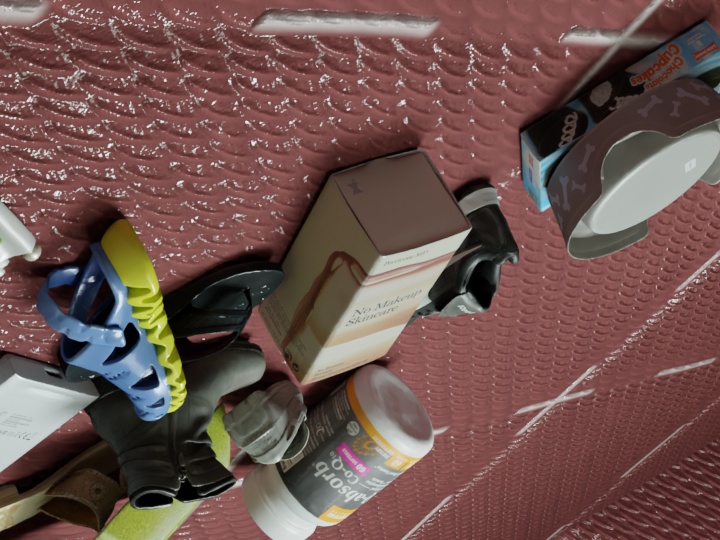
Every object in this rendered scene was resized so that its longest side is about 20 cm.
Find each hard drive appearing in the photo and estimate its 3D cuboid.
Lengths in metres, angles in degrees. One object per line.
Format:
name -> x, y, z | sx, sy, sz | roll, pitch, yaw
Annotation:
hard drive -> -0.321, 0.143, 1.284 | 0.200, 0.027, 0.132 | -37, 159, 9

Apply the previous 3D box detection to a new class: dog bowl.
dog bowl -> 0.255, -0.094, 1.437 | 0.199, 0.059, 0.200 | -29, 159, -12

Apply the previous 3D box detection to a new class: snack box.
snack box -> 0.238, -0.138, 1.451 | 0.199, 0.037, 0.116 | -32, 159, -4

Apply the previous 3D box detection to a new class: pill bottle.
pill bottle -> -0.027, 0.201, 1.707 | 0.200, 0.117, 0.116 | -41, 157, 21

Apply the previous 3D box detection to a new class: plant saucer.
plant saucer -> -0.204, 0.243, 1.518 | 0.200, 0.048, 0.200 | -46, 177, -43

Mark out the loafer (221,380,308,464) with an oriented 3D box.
loafer -> -0.084, 0.151, 1.537 | 0.070, 0.070, 0.200 | -37, 176, 9

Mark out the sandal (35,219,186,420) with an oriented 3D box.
sandal -> -0.185, 0.046, 1.186 | 0.087, 0.080, 0.201 | -24, 140, -11

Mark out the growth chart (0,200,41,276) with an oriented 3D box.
growth chart -> -0.304, 0.014, 1.042 | 0.199, 0.018, 0.145 | -36, 158, 5

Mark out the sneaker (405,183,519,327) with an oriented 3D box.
sneaker -> 0.077, 0.014, 1.480 | 0.066, 0.091, 0.200 | -6, 147, -47

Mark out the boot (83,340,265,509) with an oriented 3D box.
boot -> -0.143, 0.139, 1.384 | 0.199, 0.131, 0.068 | -12, 151, -43

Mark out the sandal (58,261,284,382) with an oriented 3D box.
sandal -> -0.147, 0.052, 1.303 | 0.199, 0.048, 0.075 | -24, 157, -19

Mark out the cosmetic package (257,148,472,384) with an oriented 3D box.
cosmetic package -> 0.000, 0.000, 1.344 | 0.103, 0.088, 0.200 | -18, 154, -32

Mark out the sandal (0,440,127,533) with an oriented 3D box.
sandal -> -0.264, 0.216, 1.465 | 0.211, 0.070, 0.078 | -22, 157, -27
